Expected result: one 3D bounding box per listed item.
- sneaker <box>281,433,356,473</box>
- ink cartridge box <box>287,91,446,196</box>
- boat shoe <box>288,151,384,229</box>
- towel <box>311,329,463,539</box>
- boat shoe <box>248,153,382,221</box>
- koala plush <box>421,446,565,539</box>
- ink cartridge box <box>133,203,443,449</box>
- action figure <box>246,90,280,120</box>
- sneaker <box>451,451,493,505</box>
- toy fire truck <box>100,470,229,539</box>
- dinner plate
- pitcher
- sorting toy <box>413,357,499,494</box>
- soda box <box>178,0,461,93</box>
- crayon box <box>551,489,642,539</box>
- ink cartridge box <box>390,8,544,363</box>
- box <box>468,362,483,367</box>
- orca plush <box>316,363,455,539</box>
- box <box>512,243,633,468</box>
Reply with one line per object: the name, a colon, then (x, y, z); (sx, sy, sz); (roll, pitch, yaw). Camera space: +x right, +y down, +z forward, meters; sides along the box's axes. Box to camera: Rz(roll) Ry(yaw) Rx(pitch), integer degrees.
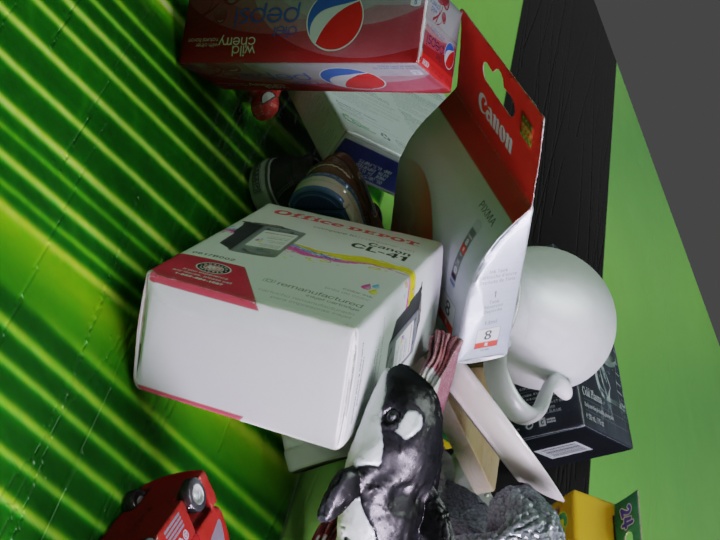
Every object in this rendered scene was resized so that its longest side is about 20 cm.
sneaker: (-0.007, 0.102, 1.065); (0.200, 0.072, 0.086); (8, 63, -70)
ink cartridge box: (0.023, -0.129, 1.187); (0.198, 0.041, 0.201); (22, 30, -35)
boat shoe: (0.000, 0.000, 1.068); (0.073, 0.071, 0.202); (-60, 149, -45)
towel: (0.011, 0.150, 0.965); (0.201, 0.023, 0.145); (-57, 167, -25)
boat shoe: (-0.017, -0.042, 1.134); (0.200, 0.065, 0.071); (44, 38, -51)
koala plush: (0.065, 0.232, 1.088); (0.200, 0.181, 0.180); (-101, 180, -68)
ink cartridge box: (-0.041, 0.028, 0.913); (0.200, 0.146, 0.087); (-42, 143, -65)
action figure: (-0.055, -0.212, 1.113); (0.065, 0.098, 0.203); (45, 40, -51)
sneaker: (0.115, 0.248, 1.260); (0.071, 0.079, 0.202); (52, 30, -40)
toy fire truck: (-0.115, 0.219, 0.768); (0.200, 0.048, 0.143); (-54, 127, -63)
dinner plate: (0.093, 0.107, 1.086); (0.201, 0.024, 0.200); (53, 0, 0)
pitcher: (0.144, 0.057, 1.152); (0.199, 0.120, 0.174); (22, 49, -53)
sorting toy: (0.068, 0.071, 1.266); (0.200, 0.069, 0.201); (63, 25, -29)
soda box: (-0.031, -0.169, 0.996); (0.070, 0.197, 0.064); (23, 73, -62)
crayon box: (0.174, 0.286, 1.233); (0.051, 0.200, 0.127); (21, 49, -21)
ink cartridge box: (0.072, -0.060, 0.987); (0.163, 0.049, 0.202); (-115, -159, -49)
box: (0.112, 0.011, 1.285); (0.199, 0.021, 0.166); (9, 68, -66)
orca plush: (0.020, 0.165, 0.844); (0.105, 0.070, 0.202); (25, 87, -63)
box: (0.204, 0.101, 1.505); (0.200, 0.122, 0.200); (28, 50, -61)
